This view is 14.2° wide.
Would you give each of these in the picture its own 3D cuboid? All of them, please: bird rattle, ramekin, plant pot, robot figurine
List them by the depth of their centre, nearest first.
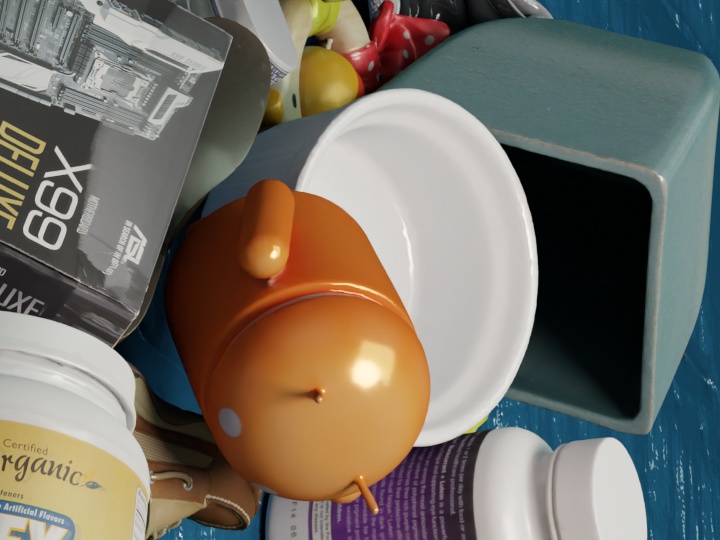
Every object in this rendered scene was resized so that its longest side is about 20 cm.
[{"bbox_3d":[-0.033,0.036,1.445,0.117,0.144,0.200,12,27,-25],"label":"robot figurine"},{"bbox_3d":[0.000,0.000,1.646,0.200,0.098,0.201,3,86,-43],"label":"ramekin"},{"bbox_3d":[-0.027,-0.121,1.752,0.200,0.113,0.163,66,36,-55],"label":"bird rattle"},{"bbox_3d":[0.131,-0.052,1.795,0.200,0.196,0.196,-50,148,-46],"label":"plant pot"}]

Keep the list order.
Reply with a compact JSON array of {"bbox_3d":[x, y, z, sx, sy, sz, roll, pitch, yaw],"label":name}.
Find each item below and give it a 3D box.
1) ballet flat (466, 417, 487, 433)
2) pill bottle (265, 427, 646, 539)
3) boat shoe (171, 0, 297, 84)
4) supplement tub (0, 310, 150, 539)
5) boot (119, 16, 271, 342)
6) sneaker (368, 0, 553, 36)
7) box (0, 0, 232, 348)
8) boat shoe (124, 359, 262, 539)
[{"bbox_3d":[0.037,0.100,1.810,0.200,0.067,0.067,-39,137,-60],"label":"ballet flat"},{"bbox_3d":[0.056,0.150,1.648,0.111,0.200,0.112,37,47,-56],"label":"pill bottle"},{"bbox_3d":[-0.092,-0.170,1.620,0.072,0.066,0.200,36,27,-53],"label":"boat shoe"},{"bbox_3d":[-0.166,0.133,1.238,0.145,0.145,0.200,45,41,-51],"label":"supplement tub"},{"bbox_3d":[-0.112,-0.042,1.468,0.074,0.075,0.200,31,66,-7],"label":"boot"},{"bbox_3d":[0.084,-0.115,1.909,0.075,0.114,0.200,-80,151,-69],"label":"sneaker"},{"bbox_3d":[-0.158,-0.070,1.355,0.158,0.050,0.200,28,44,-12],"label":"box"},{"bbox_3d":[-0.120,0.100,1.452,0.200,0.076,0.074,38,57,-52],"label":"boat shoe"}]
